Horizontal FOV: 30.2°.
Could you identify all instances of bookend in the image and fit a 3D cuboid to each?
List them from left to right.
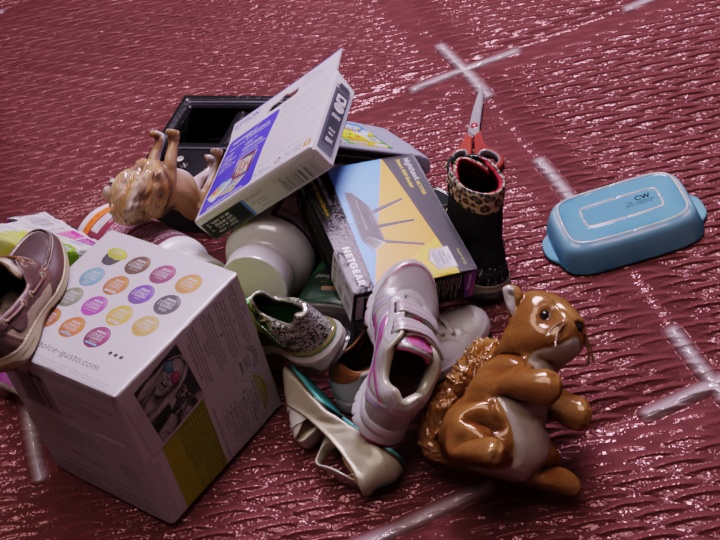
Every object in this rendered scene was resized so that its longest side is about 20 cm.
[{"bbox_3d":[-0.175,-0.138,1.782,0.197,0.093,0.201,4,45,22],"label":"bookend"}]

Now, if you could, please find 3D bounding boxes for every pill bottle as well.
[{"bbox_3d":[-0.256,-0.001,1.640,0.199,0.115,0.114,26,56,39],"label":"pill bottle"},{"bbox_3d":[-0.098,-0.037,1.610,0.111,0.113,0.201,0,34,18],"label":"pill bottle"}]

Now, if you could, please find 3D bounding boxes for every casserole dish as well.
[{"bbox_3d":[0.310,-0.061,1.574,0.198,0.039,0.122,-16,41,0],"label":"casserole dish"}]

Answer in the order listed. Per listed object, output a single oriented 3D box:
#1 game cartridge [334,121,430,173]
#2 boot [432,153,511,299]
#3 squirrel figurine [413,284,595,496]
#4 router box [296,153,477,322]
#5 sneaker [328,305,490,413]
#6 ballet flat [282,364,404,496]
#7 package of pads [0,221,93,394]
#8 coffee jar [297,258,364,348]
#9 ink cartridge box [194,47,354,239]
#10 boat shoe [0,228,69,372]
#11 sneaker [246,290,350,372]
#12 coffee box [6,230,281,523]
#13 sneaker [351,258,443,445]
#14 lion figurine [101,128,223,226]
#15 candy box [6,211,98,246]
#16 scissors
[{"bbox_3d":[-0.023,-0.162,1.716,0.198,0.041,0.133,4,18,-32],"label":"game cartridge"},{"bbox_3d":[0.119,-0.081,1.566,0.073,0.155,0.204,-18,41,-14],"label":"boot"},{"bbox_3d":[0.143,0.111,1.334,0.199,0.141,0.188,-3,69,57],"label":"squirrel figurine"},{"bbox_3d":[0.026,-0.041,1.515,0.148,0.051,0.201,-12,49,-17],"label":"router box"},{"bbox_3d":[0.055,0.081,1.467,0.199,0.085,0.073,-28,40,-15],"label":"sneaker"},{"bbox_3d":[-0.036,0.172,1.416,0.069,0.070,0.200,-35,44,-20],"label":"ballet flat"},{"bbox_3d":[-0.372,0.053,1.552,0.154,0.202,0.068,16,21,36],"label":"package of pads"},{"bbox_3d":[0.000,0.000,1.573,0.103,0.086,0.201,4,44,20],"label":"coffee jar"},{"bbox_3d":[-0.095,-0.150,1.584,0.197,0.043,0.201,-30,31,33],"label":"ink cartridge box"},{"bbox_3d":[-0.358,0.014,1.384,0.071,0.072,0.201,-7,40,14],"label":"boat shoe"},{"bbox_3d":[-0.103,0.047,1.466,0.199,0.089,0.077,7,53,39],"label":"sneaker"},{"bbox_3d":[-0.236,0.110,1.442,0.198,0.201,0.198,18,50,34],"label":"coffee box"},{"bbox_3d":[0.051,0.076,1.370,0.081,0.088,0.202,17,63,-18],"label":"sneaker"},{"bbox_3d":[-0.224,-0.100,1.638,0.072,0.199,0.124,4,82,41],"label":"lion figurine"},{"bbox_3d":[-0.355,0.025,1.621,0.199,0.138,0.061,24,26,38],"label":"candy box"},{"bbox_3d":[0.145,-0.185,1.785,0.072,0.014,0.201,-14,42,7],"label":"scissors"}]
